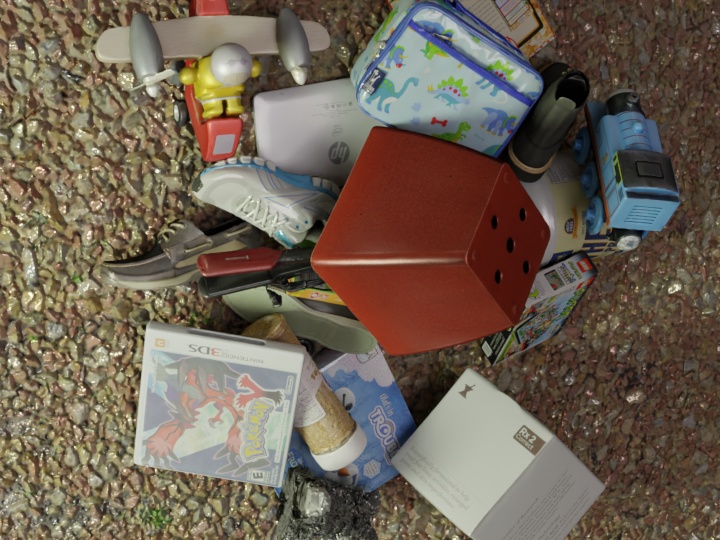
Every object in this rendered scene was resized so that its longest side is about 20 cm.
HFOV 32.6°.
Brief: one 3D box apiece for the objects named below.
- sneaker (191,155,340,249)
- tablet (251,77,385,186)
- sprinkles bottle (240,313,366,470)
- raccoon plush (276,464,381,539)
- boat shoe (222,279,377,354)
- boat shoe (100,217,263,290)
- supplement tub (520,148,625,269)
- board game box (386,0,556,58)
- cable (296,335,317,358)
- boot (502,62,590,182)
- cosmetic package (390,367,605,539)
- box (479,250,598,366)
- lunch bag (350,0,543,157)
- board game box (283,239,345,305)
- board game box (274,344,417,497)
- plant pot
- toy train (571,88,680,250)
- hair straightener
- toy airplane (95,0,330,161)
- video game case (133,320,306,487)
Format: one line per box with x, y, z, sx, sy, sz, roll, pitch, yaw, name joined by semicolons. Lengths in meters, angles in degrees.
-0.098;-0.070;1.403;0.200;0.087;0.075;9;146;-36;sneaker
-0.030;-0.162;1.475;0.200;0.014;0.130;-13;111;-21;tablet
-0.069;0.147;1.474;0.068;0.068;0.200;-37;112;-11;sprinkles bottle
-0.023;0.300;1.481;0.134;0.200;0.097;13;88;-13;raccoon plush
-0.071;0.041;1.493;0.201;0.061;0.072;22;137;-18;boat shoe
-0.204;-0.025;1.409;0.200;0.074;0.073;-11;102;-31;boat shoe
0.245;-0.078;1.556;0.200;0.145;0.145;-11;110;-22;supplement tub
0.127;-0.317;1.481;0.151;0.046;0.200;-40;119;-9;board game box
-0.145;0.119;1.486;0.200;0.050;0.097;3;107;-24;cable
0.246;-0.212;1.475;0.077;0.138;0.200;24;51;-5;boot
0.180;0.264;1.593;0.165;0.165;0.200;-50;138;-3;cosmetic package
0.225;0.052;1.577;0.110;0.200;0.035;-24;70;-16;box
0.101;-0.221;1.434;0.200;0.083;0.161;31;112;-22;lunch bag
0.000;0.000;1.501;0.200;0.030;0.096;10;57;-26;board game box
-0.035;0.205;1.571;0.199;0.043;0.200;-32;117;-14;board game box
0.096;-0.029;1.388;0.200;0.176;0.200;50;55;-42;plant pot
0.310;-0.123;1.444;0.087;0.200;0.114;6;146;-12;toy train
-0.089;0.002;1.402;0.200;0.041;0.077;-12;137;-20;hair straightener
-0.151;-0.240;1.319;0.200;0.141;0.199;-48;119;-4;toy airplane
-0.167;0.159;1.435;0.182;0.023;0.200;10;121;-2;video game case
